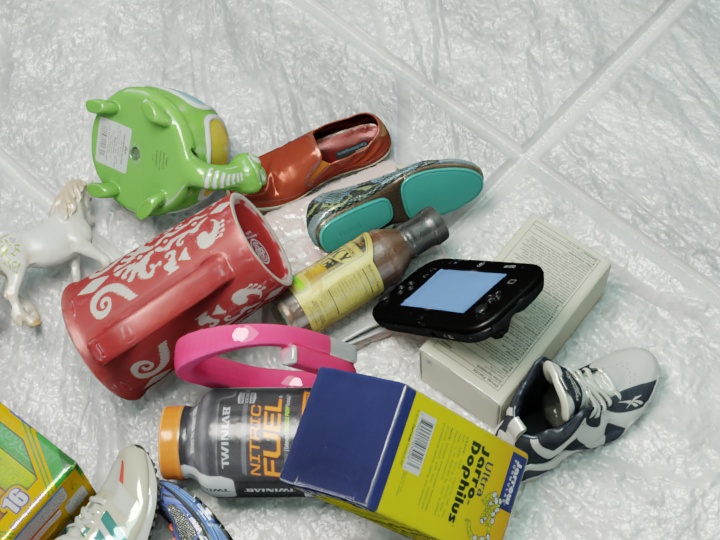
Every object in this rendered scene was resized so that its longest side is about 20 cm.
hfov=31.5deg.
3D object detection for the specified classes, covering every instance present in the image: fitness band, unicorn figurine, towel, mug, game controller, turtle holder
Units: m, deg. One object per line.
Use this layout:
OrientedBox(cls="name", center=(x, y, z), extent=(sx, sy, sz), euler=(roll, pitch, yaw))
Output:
OrientedBox(cls="fitness band", center=(-0.088, 0.092, 1.224), extent=(0.143, 0.200, 0.038), euler=(-13, 69, 31))
OrientedBox(cls="unicorn figurine", center=(-0.323, -0.021, 1.347), extent=(0.199, 0.074, 0.138), euler=(-21, 89, -48))
OrientedBox(cls="towel", center=(-0.011, -0.011, 1.368), extent=(0.199, 0.032, 0.192), euler=(-24, 63, -11))
OrientedBox(cls="mug", center=(-0.173, 0.033, 1.244), extent=(0.199, 0.134, 0.178), euler=(-32, 34, 12))
OrientedBox(cls="game controller", center=(0.093, 0.026, 1.243), extent=(0.104, 0.042, 0.199), euler=(-48, 25, -20))
OrientedBox(cls="turtle holder", center=(-0.197, -0.134, 1.370), extent=(0.185, 0.131, 0.142), euler=(-12, 92, 37))

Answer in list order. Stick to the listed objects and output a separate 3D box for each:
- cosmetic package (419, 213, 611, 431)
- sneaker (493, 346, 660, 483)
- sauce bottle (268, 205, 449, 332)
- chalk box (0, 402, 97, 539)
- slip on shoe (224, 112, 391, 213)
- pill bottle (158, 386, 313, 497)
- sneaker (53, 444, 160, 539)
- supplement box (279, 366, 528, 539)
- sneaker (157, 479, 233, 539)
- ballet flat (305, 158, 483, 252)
OrientedBox(cls="cosmetic package", center=(0.158, 0.051, 1.303), extent=(0.103, 0.073, 0.200), euler=(35, 68, 20))
OrientedBox(cls="sneaker", center=(0.214, 0.120, 1.231), extent=(0.198, 0.130, 0.080), euler=(-25, 65, -10))
OrientedBox(cls="sauce bottle", center=(0.000, 0.000, 1.309), extent=(0.199, 0.065, 0.065), euler=(-32, 65, -16))
OrientedBox(cls="chalk box", center=(-0.368, 0.195, 1.219), extent=(0.199, 0.124, 0.125), euler=(32, 67, 18))
OrientedBox(cls="slip on shoe", center=(-0.059, -0.124, 1.415), extent=(0.199, 0.061, 0.074), euler=(-22, 64, -7))
OrientedBox(cls="pill bottle", center=(-0.093, 0.166, 1.233), extent=(0.198, 0.106, 0.107), euler=(-1, 61, 3))
OrientedBox(cls="sneaker", center=(-0.251, 0.254, 1.178), extent=(0.093, 0.070, 0.201), euler=(20, 74, -27))
OrientedBox(cls="supplement box", center=(0.043, 0.177, 1.145), extent=(0.108, 0.200, 0.110), euler=(7, 71, 44))
OrientedBox(cls="sneaker", center=(-0.148, 0.280, 1.194), extent=(0.078, 0.075, 0.200), euler=(-36, 64, -12))
OrientedBox(cls="ballet flat", center=(0.032, -0.082, 1.356), extent=(0.199, 0.074, 0.075), euler=(-18, 62, -14))
